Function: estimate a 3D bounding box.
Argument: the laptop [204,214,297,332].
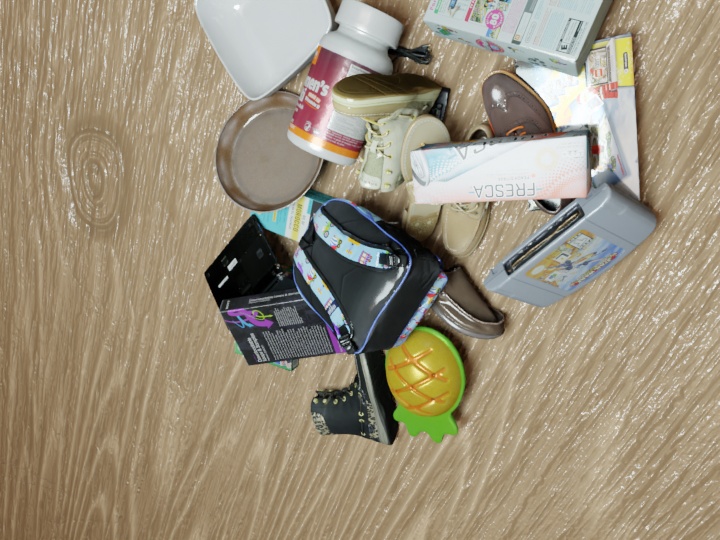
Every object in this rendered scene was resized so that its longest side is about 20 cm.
[{"bbox_3d":[-0.165,0.034,0.949,0.177,0.103,0.201,-43,66,30],"label":"laptop"}]

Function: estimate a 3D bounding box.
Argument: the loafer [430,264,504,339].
[{"bbox_3d":[0.137,0.030,0.806,0.199,0.073,0.071,34,119,13],"label":"loafer"}]

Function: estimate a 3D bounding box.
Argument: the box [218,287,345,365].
[{"bbox_3d":[-0.122,0.095,0.910,0.199,0.036,0.144,-10,130,6],"label":"box"}]

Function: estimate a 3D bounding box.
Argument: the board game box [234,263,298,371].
[{"bbox_3d":[-0.178,0.080,1.006,0.134,0.029,0.201,14,112,23],"label":"board game box"}]

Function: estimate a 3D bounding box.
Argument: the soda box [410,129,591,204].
[{"bbox_3d":[0.163,-0.120,0.622,0.199,0.064,0.069,1,109,26],"label":"soda box"}]

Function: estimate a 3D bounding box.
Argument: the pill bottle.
[{"bbox_3d":[-0.020,-0.260,0.743,0.109,0.109,0.201,29,109,15],"label":"pill bottle"}]

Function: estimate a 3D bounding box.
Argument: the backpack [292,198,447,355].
[{"bbox_3d":[0.000,0.000,0.779,0.200,0.134,0.183,43,114,34],"label":"backpack"}]

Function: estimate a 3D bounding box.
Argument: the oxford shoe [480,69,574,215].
[{"bbox_3d":[0.210,-0.162,0.664,0.071,0.072,0.201,-31,90,32],"label":"oxford shoe"}]

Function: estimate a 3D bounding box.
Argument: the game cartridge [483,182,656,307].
[{"bbox_3d":[0.274,-0.022,0.692,0.200,0.133,0.042,-46,39,35],"label":"game cartridge"}]

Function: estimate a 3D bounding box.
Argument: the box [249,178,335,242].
[{"bbox_3d":[-0.089,-0.090,0.894,0.199,0.049,0.083,22,115,19],"label":"box"}]

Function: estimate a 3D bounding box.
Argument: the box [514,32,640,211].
[{"bbox_3d":[0.281,-0.184,0.685,0.136,0.038,0.201,-3,105,28],"label":"box"}]

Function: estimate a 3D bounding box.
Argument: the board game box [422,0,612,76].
[{"bbox_3d":[0.196,-0.341,0.638,0.199,0.064,0.148,27,105,22],"label":"board game box"}]

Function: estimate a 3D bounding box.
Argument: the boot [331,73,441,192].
[{"bbox_3d":[0.024,-0.178,0.710,0.072,0.200,0.155,35,126,24],"label":"boot"}]

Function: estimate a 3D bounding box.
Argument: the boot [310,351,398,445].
[{"bbox_3d":[-0.024,0.218,0.943,0.153,0.073,0.205,-5,111,26],"label":"boot"}]

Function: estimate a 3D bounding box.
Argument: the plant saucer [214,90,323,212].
[{"bbox_3d":[-0.145,-0.191,0.867,0.199,0.032,0.202,-2,84,17],"label":"plant saucer"}]

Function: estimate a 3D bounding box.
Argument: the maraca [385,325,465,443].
[{"bbox_3d":[0.103,0.184,0.853,0.136,0.107,0.201,7,110,32],"label":"maraca"}]

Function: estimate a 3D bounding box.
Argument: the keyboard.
[{"bbox_3d":[0.038,-0.278,0.788,0.199,0.021,0.128,20,114,19],"label":"keyboard"}]

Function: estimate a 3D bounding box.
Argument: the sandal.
[{"bbox_3d":[0.100,-0.106,0.737,0.212,0.077,0.070,91,158,-48],"label":"sandal"}]

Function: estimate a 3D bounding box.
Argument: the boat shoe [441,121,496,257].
[{"bbox_3d":[0.151,-0.110,0.759,0.071,0.064,0.201,16,113,21],"label":"boat shoe"}]

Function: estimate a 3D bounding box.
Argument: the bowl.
[{"bbox_3d":[-0.135,-0.388,0.807,0.199,0.075,0.200,-30,92,32],"label":"bowl"}]
